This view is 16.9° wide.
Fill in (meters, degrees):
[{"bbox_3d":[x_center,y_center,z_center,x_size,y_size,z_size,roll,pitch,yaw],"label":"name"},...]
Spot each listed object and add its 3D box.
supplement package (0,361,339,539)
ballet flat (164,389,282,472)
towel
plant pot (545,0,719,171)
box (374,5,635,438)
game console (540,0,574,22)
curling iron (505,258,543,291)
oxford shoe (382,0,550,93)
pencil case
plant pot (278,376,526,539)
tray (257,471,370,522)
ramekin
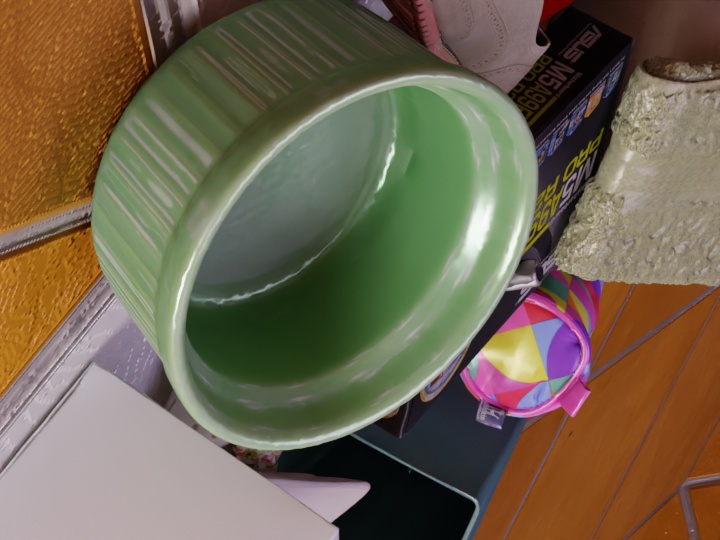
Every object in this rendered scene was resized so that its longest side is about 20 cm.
[{"bbox_3d":[-0.126,0.179,1.179,0.200,0.155,0.111,-51,162,-21],"label":"supplement package"},{"bbox_3d":[-0.078,0.091,1.323,0.064,0.076,0.201,-28,148,-23],"label":"ballet flat"},{"bbox_3d":[0.202,-0.057,1.407,0.199,0.036,0.149,-2,124,-44],"label":"towel"},{"bbox_3d":[0.178,-0.108,1.492,0.201,0.187,0.187,-55,163,-9],"label":"plant pot"},{"bbox_3d":[0.068,-0.028,1.304,0.200,0.044,0.161,-44,156,-42],"label":"box"},{"bbox_3d":[0.081,-0.231,1.204,0.172,0.119,0.200,-32,153,21],"label":"game console"},{"bbox_3d":[0.000,0.000,1.202,0.025,0.199,0.050,-7,98,-55],"label":"curling iron"},{"bbox_3d":[0.045,-0.140,1.150,0.074,0.071,0.200,-33,159,0],"label":"oxford shoe"},{"bbox_3d":[0.108,0.030,1.498,0.089,0.088,0.200,-63,180,18],"label":"pencil case"},{"bbox_3d":[0.028,0.120,1.567,0.200,0.141,0.142,-47,162,-56],"label":"plant pot"},{"bbox_3d":[-0.094,0.165,1.352,0.200,0.022,0.107,-41,151,27],"label":"tray"},{"bbox_3d":[-0.026,-0.027,1.101,0.199,0.098,0.201,-24,136,-25],"label":"ramekin"}]
